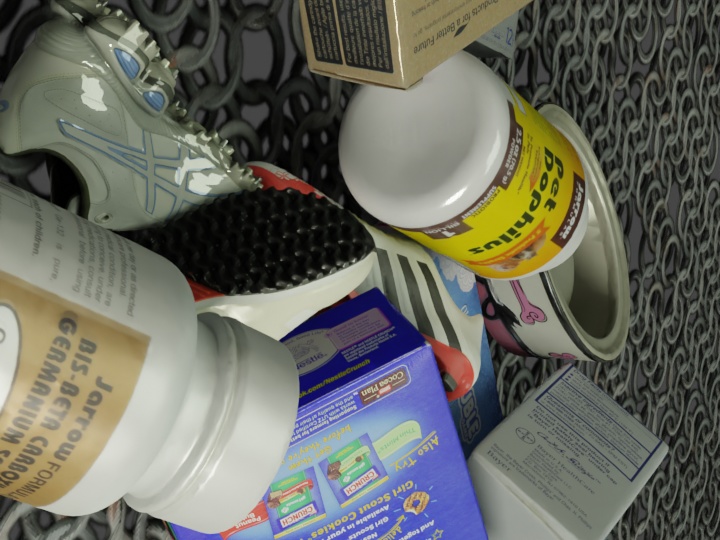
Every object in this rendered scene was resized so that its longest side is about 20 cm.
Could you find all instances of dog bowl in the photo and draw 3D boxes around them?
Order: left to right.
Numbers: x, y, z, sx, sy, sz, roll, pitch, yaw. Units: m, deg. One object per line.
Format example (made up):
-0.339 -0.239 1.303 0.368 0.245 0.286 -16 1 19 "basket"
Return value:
0.137 -0.022 1.094 0.200 0.073 0.202 37 46 -51 "dog bowl"

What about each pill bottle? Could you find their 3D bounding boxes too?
-0.130 0.035 0.586 0.199 0.114 0.115 27 72 -29 "pill bottle"
0.075 -0.058 0.897 0.200 0.108 0.110 25 75 -59 "pill bottle"

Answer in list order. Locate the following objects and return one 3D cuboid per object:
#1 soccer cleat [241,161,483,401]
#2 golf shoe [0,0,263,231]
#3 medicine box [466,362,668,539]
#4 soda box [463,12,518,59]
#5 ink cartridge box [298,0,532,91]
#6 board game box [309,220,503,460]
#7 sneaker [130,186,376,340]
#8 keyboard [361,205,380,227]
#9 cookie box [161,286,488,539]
0.000 0.000 0.873 0.200 0.068 0.085 42 42 -14 "soccer cleat"
-0.118 -0.051 0.735 0.097 0.078 0.200 -50 140 -9 "golf shoe"
0.108 0.189 1.023 0.183 0.103 0.200 -58 165 28 "medicine box"
0.036 -0.191 0.941 0.199 0.068 0.064 11 88 -58 "soda box"
0.043 -0.218 0.806 0.200 0.075 0.166 -39 132 -43 "ink cartridge box"
0.020 0.079 0.982 0.199 0.043 0.202 -45 132 -41 "board game box"
-0.086 0.027 0.736 0.198 0.071 0.094 -23 146 -22 "sneaker"
0.018 -0.021 1.008 0.056 0.011 0.202 -33 124 -58 "keyboard"
-0.024 0.137 0.829 0.170 0.075 0.201 -26 125 -11 "cookie box"
